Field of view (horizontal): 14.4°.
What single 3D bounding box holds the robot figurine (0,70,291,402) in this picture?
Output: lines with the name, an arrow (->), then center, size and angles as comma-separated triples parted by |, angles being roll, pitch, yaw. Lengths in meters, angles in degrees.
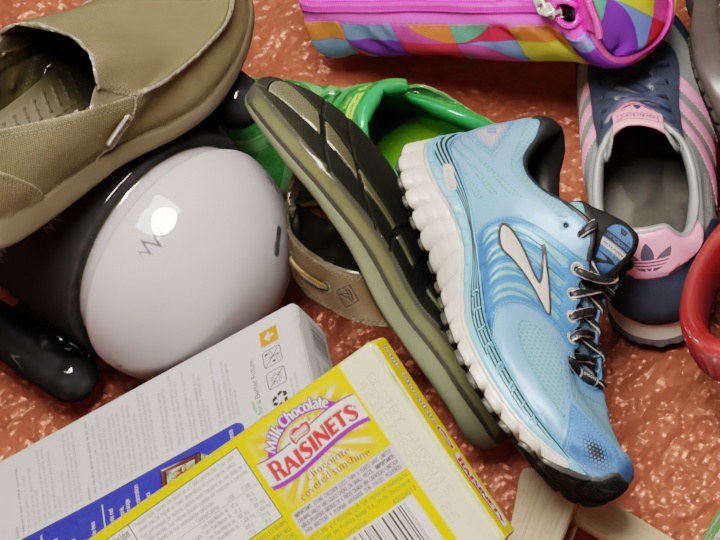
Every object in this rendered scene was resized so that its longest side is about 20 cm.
robot figurine -> -0.122, -0.031, 1.363 | 0.200, 0.150, 0.125 | 34, 45, 29

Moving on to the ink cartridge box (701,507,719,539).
ink cartridge box -> 0.187, 0.191, 1.086 | 0.145, 0.084, 0.200 | 20, 54, -1

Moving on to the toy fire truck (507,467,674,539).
toy fire truck -> 0.068, 0.133, 1.258 | 0.141, 0.049, 0.200 | -35, 56, -13

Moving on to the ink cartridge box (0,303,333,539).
ink cartridge box -> -0.098, 0.100, 1.295 | 0.200, 0.037, 0.095 | -27, 47, 15

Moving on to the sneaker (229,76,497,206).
sneaker -> -0.001, -0.068, 1.385 | 0.200, 0.084, 0.074 | 12, 60, 19

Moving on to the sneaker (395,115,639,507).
sneaker -> 0.083, 0.009, 1.256 | 0.090, 0.078, 0.200 | -25, 60, 10

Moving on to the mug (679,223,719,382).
mug -> 0.248, -0.017, 1.269 | 0.177, 0.133, 0.200 | 19, 56, -2

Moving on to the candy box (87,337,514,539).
candy box -> -0.042, 0.125, 1.226 | 0.200, 0.026, 0.102 | -35, 84, 16

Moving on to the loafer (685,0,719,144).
loafer -> 0.195, -0.121, 1.364 | 0.071, 0.073, 0.200 | -17, 34, 13

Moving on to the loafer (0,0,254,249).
loafer -> -0.120, -0.087, 1.281 | 0.076, 0.067, 0.200 | 27, 55, 24

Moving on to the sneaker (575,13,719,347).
sneaker -> 0.138, -0.067, 1.358 | 0.070, 0.082, 0.200 | -10, 55, 6

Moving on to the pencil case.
pencil case -> 0.057, -0.141, 1.386 | 0.200, 0.088, 0.088 | 5, 54, 42

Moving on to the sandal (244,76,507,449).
sandal -> 0.000, 0.001, 1.304 | 0.057, 0.080, 0.201 | -30, 91, 19
